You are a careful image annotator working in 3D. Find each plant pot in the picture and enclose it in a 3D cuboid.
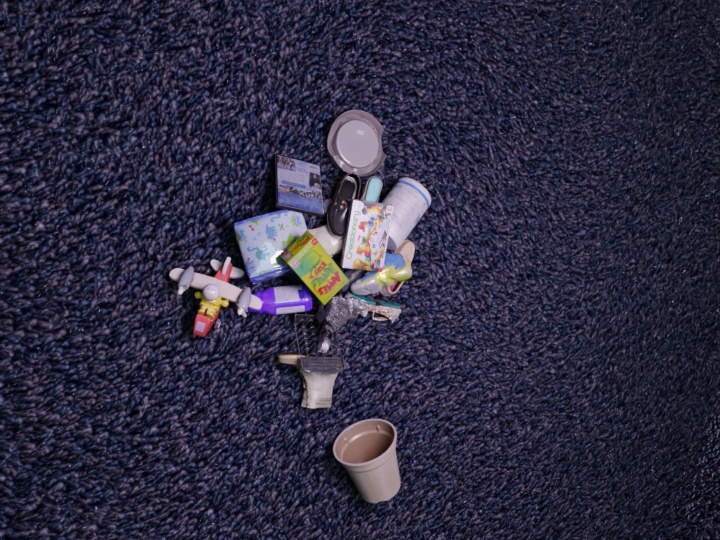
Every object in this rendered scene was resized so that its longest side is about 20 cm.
[{"bbox_3d":[0.036,0.589,1.660,0.199,0.200,0.185,-26,112,-22],"label":"plant pot"}]

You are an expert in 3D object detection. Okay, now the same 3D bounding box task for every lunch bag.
[{"bbox_3d":[-0.237,-0.072,1.536,0.198,0.127,0.172,-18,86,-8],"label":"lunch bag"}]

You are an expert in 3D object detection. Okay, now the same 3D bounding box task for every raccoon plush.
[{"bbox_3d":[-0.057,0.158,1.603,0.133,0.096,0.202,22,71,-28],"label":"raccoon plush"}]

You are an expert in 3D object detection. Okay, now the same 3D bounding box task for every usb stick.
[{"bbox_3d":[0.000,0.000,1.716,0.199,0.033,0.056,-36,105,-20],"label":"usb stick"},{"bbox_3d":[-0.035,-0.209,1.691,0.198,0.033,0.056,-16,95,-23],"label":"usb stick"}]

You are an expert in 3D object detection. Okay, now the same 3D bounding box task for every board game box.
[{"bbox_3d":[-0.123,-0.004,1.507,0.102,0.048,0.200,-45,133,-9],"label":"board game box"},{"bbox_3d":[0.019,-0.101,1.604,0.125,0.035,0.202,6,103,-15],"label":"board game box"}]

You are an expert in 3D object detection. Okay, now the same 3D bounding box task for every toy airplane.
[{"bbox_3d":[-0.390,0.054,1.474,0.199,0.141,0.201,-24,84,-12],"label":"toy airplane"}]

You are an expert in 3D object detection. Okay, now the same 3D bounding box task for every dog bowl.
[{"bbox_3d":[-0.016,-0.389,1.695,0.198,0.059,0.202,0,90,-25],"label":"dog bowl"}]

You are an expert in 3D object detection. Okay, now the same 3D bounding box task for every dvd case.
[{"bbox_3d":[-0.180,-0.248,1.581,0.141,0.018,0.202,10,52,-23],"label":"dvd case"}]

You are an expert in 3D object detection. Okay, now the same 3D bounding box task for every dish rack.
[{"bbox_3d":[-0.117,0.206,1.601,0.152,0.055,0.201,5,52,-25],"label":"dish rack"}]

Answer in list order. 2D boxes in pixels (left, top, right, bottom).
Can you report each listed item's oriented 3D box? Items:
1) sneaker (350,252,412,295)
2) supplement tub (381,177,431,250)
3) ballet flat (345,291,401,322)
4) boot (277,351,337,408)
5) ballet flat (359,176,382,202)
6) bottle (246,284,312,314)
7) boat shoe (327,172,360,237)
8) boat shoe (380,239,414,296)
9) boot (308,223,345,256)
[{"bbox_3d":[0.056,0.005,1.698,0.198,0.076,0.106,-16,61,-5],"label":"sneaker"},{"bbox_3d":[0.120,-0.179,1.718,0.132,0.132,0.201,41,75,-19],"label":"supplement tub"},{"bbox_3d":[0.037,0.121,1.714,0.198,0.076,0.064,16,99,-20],"label":"ballet flat"},{"bbox_3d":[-0.162,0.327,1.621,0.198,0.072,0.156,14,87,-25],"label":"boot"},{"bbox_3d":[0.016,-0.186,1.653,0.068,0.067,0.202,23,89,-16],"label":"ballet flat"},{"bbox_3d":[-0.241,0.087,1.574,0.198,0.084,0.066,-6,129,-13],"label":"bottle"},{"bbox_3d":[-0.049,-0.197,1.624,0.073,0.063,0.203,19,70,-17],"label":"boat shoe"},{"bbox_3d":[0.130,-0.007,1.755,0.073,0.069,0.201,30,78,-22],"label":"boat shoe"},{"bbox_3d":[-0.103,-0.039,1.637,0.154,0.072,0.202,-20,91,-24],"label":"boot"}]
